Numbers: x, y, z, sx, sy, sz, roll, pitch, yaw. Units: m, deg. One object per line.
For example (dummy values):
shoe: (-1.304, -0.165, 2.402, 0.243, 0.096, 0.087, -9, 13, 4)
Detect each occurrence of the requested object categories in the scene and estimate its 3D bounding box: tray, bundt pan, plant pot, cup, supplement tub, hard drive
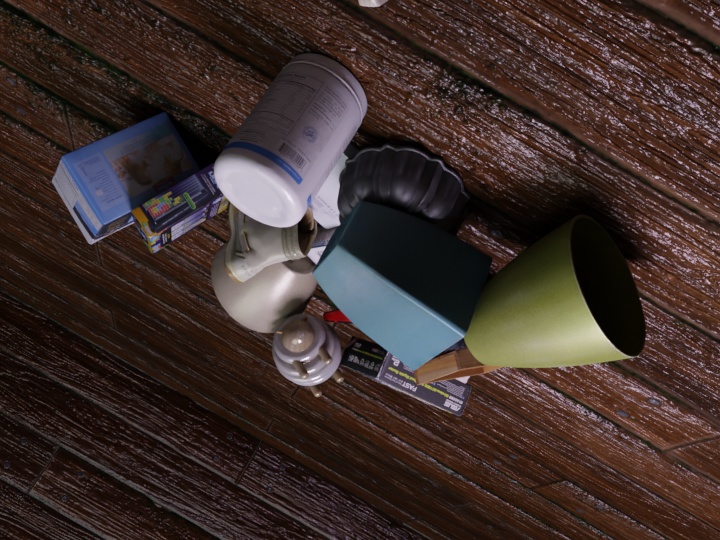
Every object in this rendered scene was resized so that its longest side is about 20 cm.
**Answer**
tray: (0.192, 0.160, 1.285, 0.199, 0.037, 0.098, 2, 158, -46)
bundt pan: (0.053, -0.083, 1.068, 0.201, 0.076, 0.202, 14, 145, 10)
plant pot: (0.238, 0.051, 0.974, 0.199, 0.188, 0.187, -26, 122, 37)
plant pot: (0.048, 0.007, 1.014, 0.200, 0.142, 0.141, 34, 143, -9)
cup: (-0.153, -0.006, 1.357, 0.200, 0.201, 0.143, 38, 134, -15)
supplement tub: (-0.089, -0.169, 0.965, 0.131, 0.201, 0.132, 23, 152, 13)
hard drive: (-0.039, -0.131, 1.176, 0.132, 0.027, 0.200, 42, 152, -23)

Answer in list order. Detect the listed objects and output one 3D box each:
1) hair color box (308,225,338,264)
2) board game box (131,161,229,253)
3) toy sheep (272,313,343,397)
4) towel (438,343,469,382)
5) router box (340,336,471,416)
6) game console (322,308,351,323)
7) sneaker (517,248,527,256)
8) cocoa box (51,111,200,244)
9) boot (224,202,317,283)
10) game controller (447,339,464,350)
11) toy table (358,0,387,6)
hair color box: (0.000, 0.000, 1.324, 0.100, 0.061, 0.200, -7, 137, 45)
board game box: (-0.304, -0.106, 1.266, 0.057, 0.165, 0.200, 56, 164, -3)
toy sheep: (-0.095, 0.151, 1.350, 0.137, 0.138, 0.200, 19, 153, 20)
towel: (0.133, 0.170, 1.460, 0.190, 0.032, 0.200, 7, 152, 0)
router box: (0.082, 0.193, 1.357, 0.199, 0.062, 0.150, 27, 172, -27)
game console: (0.048, 0.086, 1.303, 0.199, 0.031, 0.177, 7, 176, -18)
sneaker: (0.298, 0.040, 1.070, 0.200, 0.084, 0.074, 43, 151, -23)
cocoa box: (-0.398, -0.158, 1.263, 0.134, 0.200, 0.131, 59, 148, -4)
boot: (-0.148, -0.084, 1.245, 0.154, 0.201, 0.072, -19, 140, 25)
game controller: (0.103, 0.117, 1.264, 0.104, 0.042, 0.200, -9, 180, -14)
toy table: (0.048, -0.312, 0.625, 0.199, 0.184, 0.118, 25, 140, 37)
